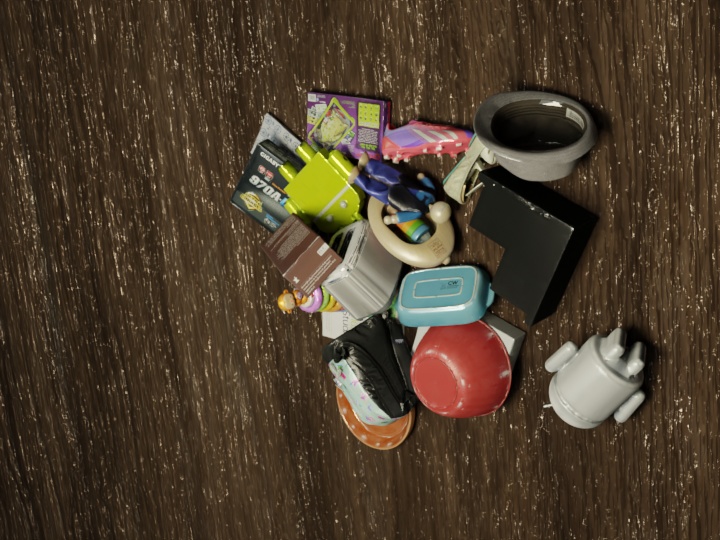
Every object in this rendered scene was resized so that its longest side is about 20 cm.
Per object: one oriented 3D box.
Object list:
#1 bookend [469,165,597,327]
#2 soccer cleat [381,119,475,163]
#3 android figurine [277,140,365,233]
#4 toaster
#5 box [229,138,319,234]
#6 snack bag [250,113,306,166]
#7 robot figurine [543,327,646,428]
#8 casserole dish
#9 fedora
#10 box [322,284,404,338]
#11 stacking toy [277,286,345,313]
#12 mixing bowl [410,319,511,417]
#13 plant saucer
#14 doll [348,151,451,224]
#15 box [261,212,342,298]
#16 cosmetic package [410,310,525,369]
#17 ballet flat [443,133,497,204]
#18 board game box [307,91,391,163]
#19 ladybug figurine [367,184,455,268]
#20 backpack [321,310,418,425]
[{"bbox_3d":[0.274,-0.046,1.526,0.198,0.092,0.202,35,124,29],"label":"bookend"},{"bbox_3d":[0.124,-0.247,1.613,0.198,0.066,0.078,-4,79,36],"label":"soccer cleat"},{"bbox_3d":[-0.073,-0.156,1.753,0.200,0.041,0.182,49,122,-1],"label":"android figurine"},{"bbox_3d":[0.000,0.000,1.685,0.113,0.201,0.129,-23,125,42],"label":"toaster"},{"bbox_3d":[-0.159,-0.153,1.843,0.199,0.046,0.160,37,122,5],"label":"box"},{"bbox_3d":[-0.173,-0.205,1.893,0.188,0.021,0.201,43,126,21],"label":"snack bag"},{"bbox_3d":[0.396,0.188,1.480,0.169,0.113,0.201,38,125,2],"label":"robot figurine"},{"bbox_3d":[0.149,0.042,1.624,0.198,0.122,0.039,-5,143,25],"label":"casserole dish"},{"bbox_3d":[0.285,-0.210,1.441,0.197,0.178,0.091,4,139,12],"label":"fedora"},{"bbox_3d":[0.004,0.085,1.822,0.198,0.036,0.146,11,110,35],"label":"box"},{"bbox_3d":[-0.091,0.042,1.735,0.109,0.199,0.118,-6,97,39],"label":"stacking toy"},{"bbox_3d":[0.164,0.189,1.609,0.198,0.108,0.203,14,112,37],"label":"mixing bowl"},{"bbox_3d":[0.034,0.278,1.857,0.199,0.032,0.203,12,109,37],"label":"plant saucer"},{"bbox_3d":[0.076,-0.139,1.616,0.198,0.137,0.049,28,149,9],"label":"doll"},{"bbox_3d":[-0.114,-0.033,1.680,0.100,0.200,0.075,-47,113,0],"label":"box"},{"bbox_3d":[0.200,0.141,1.668,0.199,0.051,0.152,31,119,29],"label":"cosmetic package"},{"bbox_3d":[0.216,-0.197,1.551,0.063,0.067,0.201,50,137,18],"label":"ballet flat"},{"bbox_3d":[-0.026,-0.286,1.745,0.198,0.032,0.122,16,108,36],"label":"board game box"},{"bbox_3d":[0.097,-0.077,1.653,0.200,0.135,0.072,49,166,22],"label":"ladybug figurine"},{"bbox_3d":[0.030,0.204,1.730,0.201,0.166,0.127,58,151,4],"label":"backpack"}]
